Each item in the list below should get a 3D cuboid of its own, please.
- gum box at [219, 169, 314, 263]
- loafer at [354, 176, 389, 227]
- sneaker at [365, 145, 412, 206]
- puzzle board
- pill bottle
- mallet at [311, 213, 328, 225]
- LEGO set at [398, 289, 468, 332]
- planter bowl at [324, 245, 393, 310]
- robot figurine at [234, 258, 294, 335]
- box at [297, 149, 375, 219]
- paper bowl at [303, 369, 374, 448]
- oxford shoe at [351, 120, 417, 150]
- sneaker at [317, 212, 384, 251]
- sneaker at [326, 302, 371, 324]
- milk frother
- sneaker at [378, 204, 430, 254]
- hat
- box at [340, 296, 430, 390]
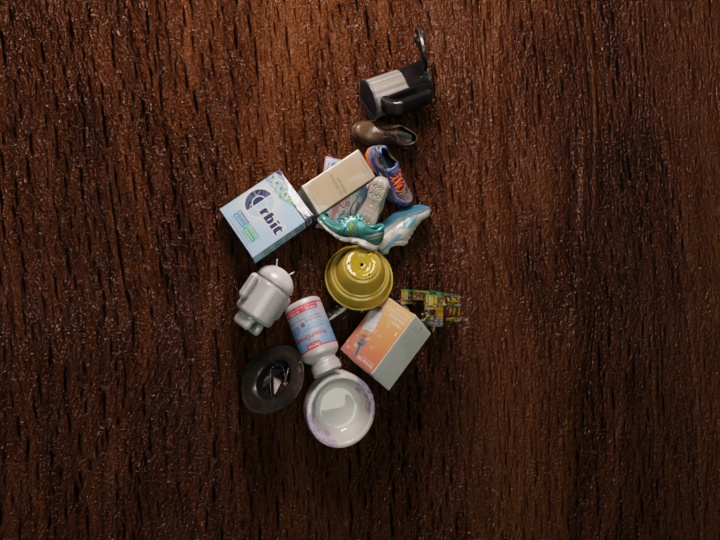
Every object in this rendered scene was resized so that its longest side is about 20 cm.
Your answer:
[{"bbox_3d":[-0.251,-0.148,1.548,0.198,0.045,0.171,-36,74,-11],"label":"gum box"},{"bbox_3d":[0.029,-0.169,1.628,0.069,0.070,0.203,30,105,9],"label":"loafer"},{"bbox_3d":[0.088,-0.272,1.650,0.075,0.078,0.202,-41,101,-21],"label":"sneaker"},{"bbox_3d":[-0.044,-0.213,1.652,0.147,0.017,0.206,9,89,-15],"label":"puzzle board"},{"bbox_3d":[-0.125,0.182,1.559,0.107,0.109,0.204,-20,76,-14],"label":"pill bottle"},{"bbox_3d":[-0.179,-0.110,1.600,0.195,0.041,0.068,-12,93,-13],"label":"mallet"},{"bbox_3d":[0.201,0.122,1.648,0.151,0.198,0.119,3,92,-35],"label":"LEGO set"},{"bbox_3d":[0.000,0.000,1.590,0.195,0.084,0.205,3,63,-5],"label":"planter bowl"},{"bbox_3d":[-0.256,0.072,1.548,0.202,0.112,0.169,-57,142,-7],"label":"robot figurine"},{"bbox_3d":[-0.068,-0.237,1.588,0.198,0.078,0.096,-37,95,-16],"label":"box"},{"bbox_3d":[-0.064,0.382,1.612,0.195,0.104,0.207,0,91,-15],"label":"paper bowl"},{"bbox_3d":[0.072,-0.397,1.647,0.195,0.084,0.075,3,92,-14],"label":"oxford shoe"},{"bbox_3d":[-0.025,-0.121,1.563,0.196,0.078,0.081,15,112,-21],"label":"sneaker"},{"bbox_3d":[-0.012,0.111,1.639,0.198,0.076,0.089,-37,105,-12],"label":"sneaker"},{"bbox_3d":[0.102,-0.542,1.592,0.185,0.180,0.204,-23,112,-14],"label":"milk frother"},{"bbox_3d":[0.123,-0.125,1.677,0.197,0.076,0.082,-31,115,-12],"label":"sneaker"},{"bbox_3d":[-0.227,0.306,1.570,0.202,0.199,0.081,-53,146,-8],"label":"hat"},{"bbox_3d":[0.070,0.198,1.606,0.201,0.151,0.107,-51,134,-9],"label":"box"}]
